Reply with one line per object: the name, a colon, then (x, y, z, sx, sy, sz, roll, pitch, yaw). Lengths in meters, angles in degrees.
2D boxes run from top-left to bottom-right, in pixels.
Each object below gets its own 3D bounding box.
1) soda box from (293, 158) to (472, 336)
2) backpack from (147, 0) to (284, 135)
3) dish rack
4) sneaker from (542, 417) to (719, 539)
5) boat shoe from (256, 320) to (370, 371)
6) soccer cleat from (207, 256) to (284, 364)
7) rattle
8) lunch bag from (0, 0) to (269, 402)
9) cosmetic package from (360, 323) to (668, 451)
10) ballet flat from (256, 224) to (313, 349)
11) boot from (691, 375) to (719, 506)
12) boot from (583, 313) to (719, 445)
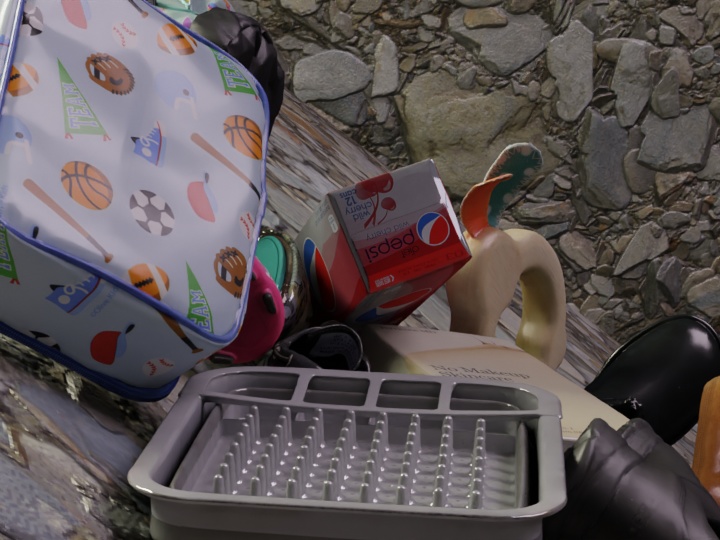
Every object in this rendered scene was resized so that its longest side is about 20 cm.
soda box: (0.000, 0.000, 1.132, 0.200, 0.070, 0.064, 129, -61, -71)
backpack: (-0.158, -0.147, 1.274, 0.199, 0.127, 0.167, 21, -10, 15)
dish rack: (-0.001, 0.086, 0.798, 0.170, 0.044, 0.200, 4, 11, 4)
sneaker: (0.133, 0.120, 0.874, 0.091, 0.076, 0.200, 34, 7, 15)
boat shoe: (-0.024, 0.059, 1.030, 0.070, 0.066, 0.200, 40, 7, 5)
soccer cleat: (-0.124, -0.023, 0.985, 0.199, 0.070, 0.086, 31, 14, -29)
rattle: (0.053, 0.002, 1.209, 0.142, 0.130, 0.201, 26, -28, 41)
lunch bag: (-0.123, -0.050, 0.876, 0.160, 0.075, 0.201, 29, 41, -27)
cosmetic package: (0.074, 0.094, 1.051, 0.103, 0.074, 0.200, 7, 13, -24)
ballet flat: (-0.061, 0.009, 1.122, 0.072, 0.072, 0.200, 35, 4, -27)
boot: (0.238, 0.169, 1.020, 0.188, 0.069, 0.200, 36, 34, 1)
boot: (0.158, 0.099, 1.214, 0.073, 0.198, 0.162, 50, 0, 9)
